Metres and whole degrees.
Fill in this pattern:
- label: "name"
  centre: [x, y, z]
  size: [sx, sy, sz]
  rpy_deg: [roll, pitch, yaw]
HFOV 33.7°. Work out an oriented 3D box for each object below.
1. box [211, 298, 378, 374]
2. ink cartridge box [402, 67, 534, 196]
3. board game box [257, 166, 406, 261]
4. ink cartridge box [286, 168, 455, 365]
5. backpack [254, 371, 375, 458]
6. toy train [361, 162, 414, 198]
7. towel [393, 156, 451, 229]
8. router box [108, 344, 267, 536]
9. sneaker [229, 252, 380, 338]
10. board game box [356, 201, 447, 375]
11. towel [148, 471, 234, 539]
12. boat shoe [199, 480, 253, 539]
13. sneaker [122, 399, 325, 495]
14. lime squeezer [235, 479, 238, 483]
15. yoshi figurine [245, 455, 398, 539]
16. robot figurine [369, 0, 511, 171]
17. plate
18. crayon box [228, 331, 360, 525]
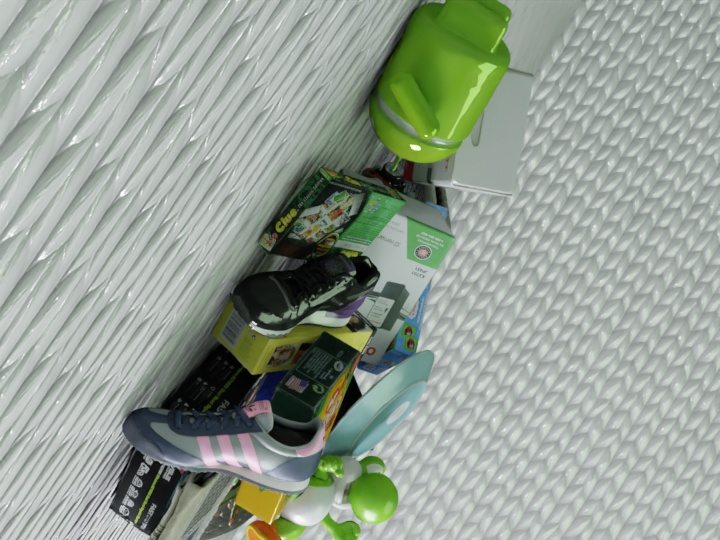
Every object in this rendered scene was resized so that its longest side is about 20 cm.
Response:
- label: "box"
  centre: [-0.069, 0.068, 1.321]
  size: [0.199, 0.075, 0.050]
  rpy_deg: [-1, 127, -54]
- label: "ink cartridge box"
  centre: [0.126, -0.170, 1.438]
  size: [0.200, 0.083, 0.146]
  rpy_deg: [-155, -106, -75]
- label: "board game box"
  centre: [-0.026, -0.053, 1.277]
  size: [0.105, 0.023, 0.200]
  rpy_deg: [-51, 159, 12]
- label: "ink cartridge box"
  centre: [0.000, 0.000, 1.451]
  size: [0.201, 0.145, 0.083]
  rpy_deg: [-59, -151, 21]
- label: "backpack"
  centre: [-0.104, 0.210, 1.601]
  size: [0.199, 0.164, 0.167]
  rpy_deg: [-34, -150, -18]
- label: "toy train"
  centre: [-0.003, -0.052, 1.573]
  size: [0.114, 0.085, 0.201]
  rpy_deg: [-36, 160, -48]
- label: "towel"
  centre: [0.079, -0.106, 1.694]
  size: [0.193, 0.034, 0.202]
  rpy_deg: [118, -33, -62]
- label: "router box"
  centre: [-0.186, 0.179, 1.331]
  size: [0.200, 0.062, 0.151]
  rpy_deg: [-50, 172, -51]
- label: "sneaker"
  centre: [-0.054, 0.012, 1.254]
  size: [0.088, 0.076, 0.199]
  rpy_deg: [-45, 160, 27]
- label: "board game box"
  centre: [0.054, 0.026, 1.567]
  size: [0.151, 0.036, 0.202]
  rpy_deg: [142, -36, -67]
- label: "towel"
  centre: [-0.186, 0.257, 1.260]
  size: [0.201, 0.034, 0.192]
  rpy_deg: [-57, 172, 19]
- label: "boat shoe"
  centre: [-0.147, 0.257, 1.467]
  size: [0.199, 0.074, 0.076]
  rpy_deg: [-31, 147, -15]
- label: "sneaker"
  centre: [-0.127, 0.151, 1.146]
  size: [0.083, 0.198, 0.070]
  rpy_deg: [-63, -154, 23]
- label: "lime squeezer"
  centre: [-0.163, 0.234, 1.427]
  size: [0.199, 0.038, 0.071]
  rpy_deg: [-31, -160, -14]
- label: "yoshi figurine"
  centre: [-0.033, 0.274, 1.406]
  size: [0.198, 0.113, 0.112]
  rpy_deg: [-15, 160, -39]
- label: "robot figurine"
  centre: [0.083, -0.202, 1.269]
  size: [0.201, 0.115, 0.176]
  rpy_deg: [-60, -175, 31]
- label: "plate"
  centre: [0.028, 0.180, 1.501]
  size: [0.200, 0.026, 0.201]
  rpy_deg: [-40, 160, -17]
- label: "crayon box"
  centre: [-0.072, 0.180, 1.280]
  size: [0.127, 0.050, 0.202]
  rpy_deg: [-48, 163, -56]
